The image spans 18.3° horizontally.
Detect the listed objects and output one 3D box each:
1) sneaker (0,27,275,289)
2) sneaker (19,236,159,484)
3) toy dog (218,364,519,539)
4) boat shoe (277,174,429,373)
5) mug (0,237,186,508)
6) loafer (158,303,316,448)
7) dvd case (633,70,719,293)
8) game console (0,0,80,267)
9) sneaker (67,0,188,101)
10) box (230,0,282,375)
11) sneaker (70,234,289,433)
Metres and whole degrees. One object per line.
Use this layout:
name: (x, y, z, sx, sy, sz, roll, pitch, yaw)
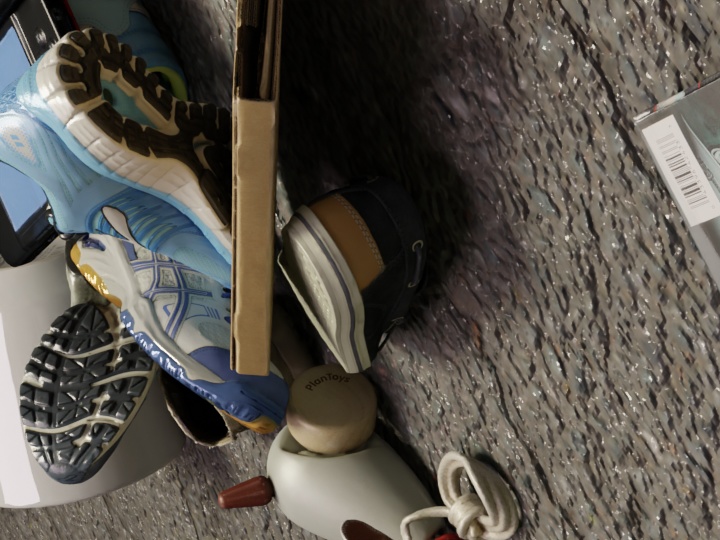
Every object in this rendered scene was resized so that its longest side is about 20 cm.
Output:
sneaker: (-0.114, -0.047, 1.128, 0.200, 0.089, 0.079, 40, -142, -44)
sneaker: (-0.145, 0.052, 1.338, 0.087, 0.077, 0.201, 77, -161, -47)
toy dog: (-0.001, 0.141, 1.176, 0.200, 0.096, 0.133, 33, 144, 51)
boat shoe: (0.000, 0.000, 1.067, 0.075, 0.062, 0.200, 57, 172, 9)
mug: (-0.215, 0.056, 1.507, 0.186, 0.149, 0.155, 12, 118, 54)
loafer: (-0.088, 0.065, 1.322, 0.076, 0.067, 0.200, 61, 158, 5)
dvd case: (0.170, -0.012, 0.725, 0.147, 0.022, 0.200, 63, 157, 1)
game console: (-0.233, -0.088, 1.216, 0.200, 0.118, 0.174, -33, 80, 60)
sneaker: (-0.160, -0.101, 1.281, 0.131, 0.079, 0.200, 60, 159, 10)
box: (-0.047, -0.075, 1.025, 0.201, 0.021, 0.165, 94, 177, -54)
sneaker: (-0.086, 0.008, 1.219, 0.200, 0.088, 0.075, 44, -179, 44)
